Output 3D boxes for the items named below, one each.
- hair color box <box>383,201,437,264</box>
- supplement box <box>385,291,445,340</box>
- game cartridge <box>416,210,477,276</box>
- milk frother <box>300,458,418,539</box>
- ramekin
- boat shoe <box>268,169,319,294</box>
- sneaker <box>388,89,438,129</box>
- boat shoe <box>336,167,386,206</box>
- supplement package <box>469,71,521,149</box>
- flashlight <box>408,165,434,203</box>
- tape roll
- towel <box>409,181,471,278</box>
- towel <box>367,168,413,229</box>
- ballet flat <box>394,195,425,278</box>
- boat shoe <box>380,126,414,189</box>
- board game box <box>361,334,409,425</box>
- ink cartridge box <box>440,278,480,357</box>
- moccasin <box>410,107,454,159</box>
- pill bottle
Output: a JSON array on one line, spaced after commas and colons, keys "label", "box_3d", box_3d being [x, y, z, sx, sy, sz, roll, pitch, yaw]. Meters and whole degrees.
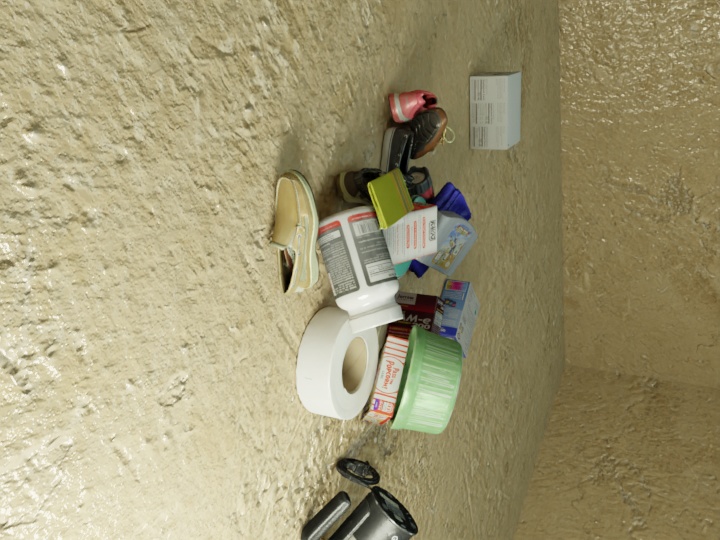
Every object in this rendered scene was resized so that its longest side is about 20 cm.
[{"label": "hair color box", "box_3d": [0.064, -0.069, 1.349, 0.199, 0.061, 0.102, -15, 111, -38]}, {"label": "supplement box", "box_3d": [0.116, 0.154, 1.528, 0.061, 0.108, 0.202, 34, 64, -60]}, {"label": "game cartridge", "box_3d": [0.197, -0.063, 1.544, 0.134, 0.042, 0.200, -53, 150, 10]}, {"label": "milk frother", "box_3d": [-0.017, 0.491, 1.321, 0.188, 0.180, 0.200, -48, -175, 4]}, {"label": "ramekin", "box_3d": [0.126, 0.213, 1.302, 0.200, 0.097, 0.202, -165, -90, -90]}, {"label": "boat shoe", "box_3d": [-0.110, -0.055, 1.076, 0.076, 0.071, 0.202, -27, 120, -41]}, {"label": "sneaker", "box_3d": [0.136, -0.345, 1.466, 0.200, 0.086, 0.074, -12, 91, -63]}, {"label": "boat shoe", "box_3d": [0.032, -0.158, 1.308, 0.199, 0.064, 0.074, -10, 91, -56]}, {"label": "supplement package", "box_3d": [0.387, -0.458, 1.943, 0.156, 0.110, 0.202, -35, 127, -56]}, {"label": "flashlight", "box_3d": [0.145, -0.149, 1.576, 0.068, 0.068, 0.201, -43, 143, -19]}, {"label": "tape roll", "box_3d": [-0.039, 0.170, 1.258, 0.202, 0.070, 0.204, -25, 119, -60]}, {"label": "towel", "box_3d": [0.173, -0.087, 1.560, 0.200, 0.049, 0.148, -49, 142, -5]}, {"label": "towel", "box_3d": [0.054, -0.133, 1.237, 0.087, 0.018, 0.200, 68, 22, -8]}, {"label": "ballet flat", "box_3d": [0.086, -0.069, 1.462, 0.201, 0.074, 0.074, -67, 149, -23]}, {"label": "boat shoe", "box_3d": [0.082, -0.199, 1.427, 0.070, 0.066, 0.202, 4, 92, -63]}, {"label": "board game box", "box_3d": [0.048, 0.227, 1.383, 0.200, 0.046, 0.153, 104, 1, -73]}, {"label": "ink cartridge box", "box_3d": [0.256, 0.145, 1.846, 0.137, 0.076, 0.201, 57, 45, -52]}, {"label": "moccasin", "box_3d": [0.150, -0.289, 1.433, 0.201, 0.077, 0.074, 110, -42, -74]}, {"label": "pill bottle", "box_3d": [0.000, 0.000, 1.180, 0.116, 0.115, 0.202, -8, 80, -63]}]
